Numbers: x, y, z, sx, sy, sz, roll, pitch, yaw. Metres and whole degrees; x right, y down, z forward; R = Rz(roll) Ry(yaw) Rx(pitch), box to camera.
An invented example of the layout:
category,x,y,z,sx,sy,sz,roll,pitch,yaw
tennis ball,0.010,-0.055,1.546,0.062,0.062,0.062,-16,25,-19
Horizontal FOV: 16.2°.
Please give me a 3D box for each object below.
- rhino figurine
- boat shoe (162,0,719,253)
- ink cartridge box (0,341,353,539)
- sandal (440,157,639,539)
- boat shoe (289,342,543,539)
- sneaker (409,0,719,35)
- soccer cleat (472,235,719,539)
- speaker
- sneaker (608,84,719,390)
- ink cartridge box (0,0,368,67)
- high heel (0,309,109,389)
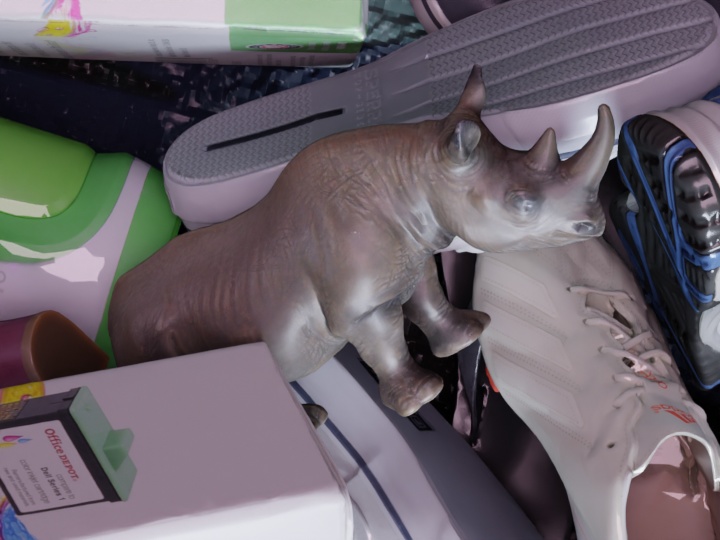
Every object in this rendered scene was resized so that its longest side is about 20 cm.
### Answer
category,x,y,z,sx,sy,sz,roll,pitch,yaw
rhino figurine,0.000,0.000,0.813,0.199,0.060,0.088,-32,104,26
boat shoe,0.034,-0.041,0.862,0.199,0.074,0.067,-12,127,18
ink cartridge box,-0.109,0.116,0.777,0.199,0.084,0.146,-10,127,-16
sandal,0.063,0.035,0.931,0.075,0.043,0.202,5,96,-3
boat shoe,0.005,0.083,0.899,0.065,0.073,0.200,-47,61,16
sneaker,0.115,-0.080,0.896,0.199,0.079,0.079,28,68,-8
soccer cleat,0.089,0.053,0.840,0.069,0.078,0.201,-4,59,-18
speaker,-0.166,-0.024,0.894,0.199,0.088,0.089,18,95,-4
sneaker,0.129,-0.015,0.825,0.077,0.200,0.076,-28,80,-4
ink cartridge box,-0.098,-0.117,0.857,0.198,0.145,0.088,0,92,-2
high heel,-0.102,0.084,0.896,0.096,0.068,0.200,-10,131,28
